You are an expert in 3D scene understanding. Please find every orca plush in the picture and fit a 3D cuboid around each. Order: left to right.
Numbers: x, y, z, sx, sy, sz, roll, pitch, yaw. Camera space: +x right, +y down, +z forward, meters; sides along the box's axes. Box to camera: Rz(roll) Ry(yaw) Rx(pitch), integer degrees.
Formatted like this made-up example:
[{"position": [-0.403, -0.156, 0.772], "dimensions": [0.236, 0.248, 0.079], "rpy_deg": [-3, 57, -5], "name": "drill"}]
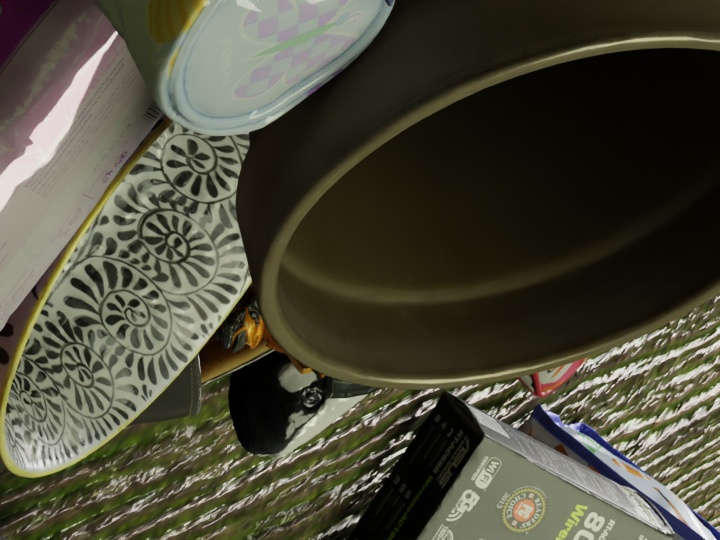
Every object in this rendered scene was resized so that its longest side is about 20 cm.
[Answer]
[{"position": [0.000, 0.000, 1.381], "dimensions": [0.200, 0.105, 0.071], "rpy_deg": [-37, 121, -25], "name": "orca plush"}]

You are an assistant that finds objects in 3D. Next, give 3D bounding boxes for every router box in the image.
[{"position": [0.061, 0.189, 1.668], "dimensions": [0.149, 0.062, 0.201], "rpy_deg": [28, 100, -30], "name": "router box"}]

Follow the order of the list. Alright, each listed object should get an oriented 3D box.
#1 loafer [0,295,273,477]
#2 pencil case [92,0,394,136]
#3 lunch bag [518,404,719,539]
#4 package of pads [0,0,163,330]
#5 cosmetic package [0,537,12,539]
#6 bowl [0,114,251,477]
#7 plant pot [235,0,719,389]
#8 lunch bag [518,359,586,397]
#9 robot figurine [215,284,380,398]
[{"position": [-0.093, 0.033, 1.251], "dimensions": [0.200, 0.072, 0.073], "rpy_deg": [-37, 153, -30], "name": "loafer"}, {"position": [-0.073, -0.133, 0.897], "dimensions": [0.083, 0.200, 0.091], "rpy_deg": [-37, 151, -2], "name": "pencil case"}, {"position": [0.148, 0.209, 1.778], "dimensions": [0.170, 0.200, 0.124], "rpy_deg": [-56, 156, 7], "name": "lunch bag"}, {"position": [-0.146, -0.046, 0.984], "dimensions": [0.200, 0.120, 0.076], "rpy_deg": [-53, 156, 3], "name": "package of pads"}, {"position": [-0.165, 0.147, 1.226], "dimensions": [0.200, 0.101, 0.074], "rpy_deg": [31, 75, -67], "name": "cosmetic package"}, {"position": [-0.103, -0.031, 1.102], "dimensions": [0.201, 0.094, 0.201], "rpy_deg": [-49, 164, -19], "name": "bowl"}, {"position": [0.041, -0.085, 0.995], "dimensions": [0.199, 0.174, 0.200], "rpy_deg": [-13, 150, -8], "name": "plant pot"}, {"position": [0.130, -0.032, 1.553], "dimensions": [0.200, 0.082, 0.176], "rpy_deg": [-48, 157, -10], "name": "lunch bag"}, {"position": [0.006, -0.034, 1.256], "dimensions": [0.200, 0.145, 0.058], "rpy_deg": [-43, 159, -35], "name": "robot figurine"}]
